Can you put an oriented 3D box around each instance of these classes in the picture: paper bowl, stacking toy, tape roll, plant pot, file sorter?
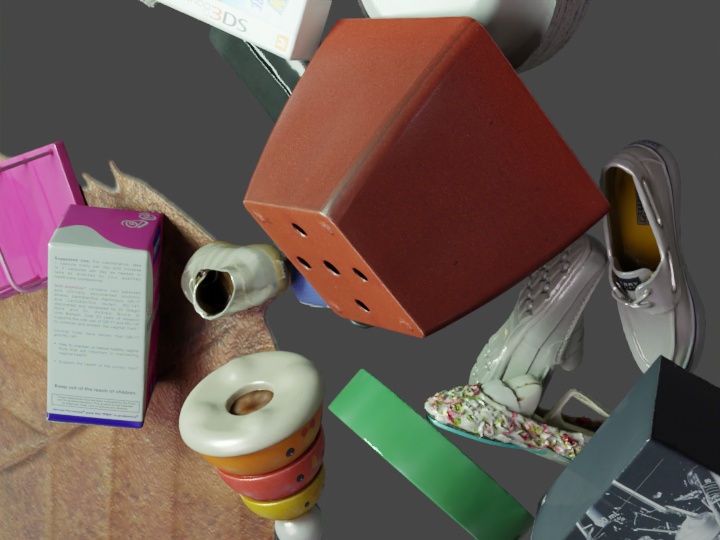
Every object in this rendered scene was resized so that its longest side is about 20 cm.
[{"bbox_3d":[0.076,-0.242,1.312,0.201,0.104,0.201,15,117,33],"label":"paper bowl"},{"bbox_3d":[-0.078,0.191,1.622,0.146,0.146,0.200,7,131,38],"label":"stacking toy"},{"bbox_3d":[0.061,0.167,1.437,0.200,0.200,0.048,40,86,20],"label":"tape roll"},{"bbox_3d":[0.031,-0.063,1.288,0.200,0.176,0.200,51,161,-26],"label":"plant pot"},{"bbox_3d":[-0.398,-0.036,1.768,0.200,0.125,0.139,-13,99,42],"label":"file sorter"}]

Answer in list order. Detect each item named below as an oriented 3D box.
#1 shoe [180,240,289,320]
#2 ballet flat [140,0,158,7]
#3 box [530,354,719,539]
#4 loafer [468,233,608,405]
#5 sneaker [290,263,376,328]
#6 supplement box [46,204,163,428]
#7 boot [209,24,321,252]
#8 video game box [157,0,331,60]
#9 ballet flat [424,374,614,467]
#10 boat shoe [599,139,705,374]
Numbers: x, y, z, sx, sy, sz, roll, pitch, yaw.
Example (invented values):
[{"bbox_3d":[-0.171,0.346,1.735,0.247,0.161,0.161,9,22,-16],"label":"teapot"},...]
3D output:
[{"bbox_3d":[-0.134,0.009,1.583,0.200,0.053,0.070,-12,101,62],"label":"shoe"},{"bbox_3d":[-0.241,-0.327,1.566,0.200,0.072,0.072,54,132,9],"label":"ballet flat"},{"bbox_3d":[0.254,0.198,1.295,0.182,0.104,0.200,28,128,-4],"label":"box"},{"bbox_3d":[0.158,0.051,1.394,0.070,0.070,0.200,21,129,-11],"label":"loafer"},{"bbox_3d":[0.001,0.000,1.462,0.199,0.115,0.081,-6,102,41],"label":"sneaker"},{"bbox_3d":[-0.257,0.046,1.678,0.103,0.101,0.200,5,116,1],"label":"supplement box"},{"bbox_3d":[-0.075,-0.139,1.500,0.200,0.066,0.165,52,123,7],"label":"boot"},{"bbox_3d":[-0.092,-0.294,1.351,0.182,0.047,0.200,25,111,23],"label":"video game box"},{"bbox_3d":[0.152,0.122,1.377,0.200,0.076,0.064,19,103,-13],"label":"ballet flat"},{"bbox_3d":[0.222,0.001,1.311,0.071,0.070,0.200,5,110,38],"label":"boat shoe"}]
